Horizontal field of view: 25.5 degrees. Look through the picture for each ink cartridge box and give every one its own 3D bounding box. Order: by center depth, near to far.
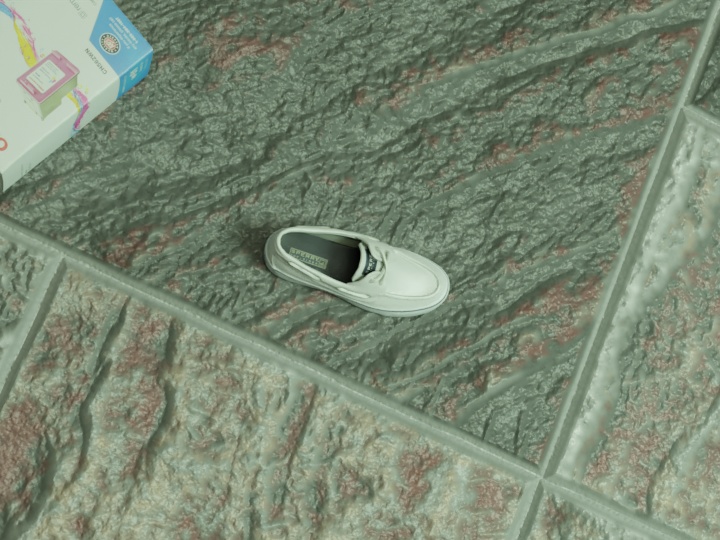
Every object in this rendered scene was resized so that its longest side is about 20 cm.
[{"bbox_3d":[-0.326,-0.200,1.572,0.200,0.085,0.145,-42,92,-14],"label":"ink cartridge box"}]

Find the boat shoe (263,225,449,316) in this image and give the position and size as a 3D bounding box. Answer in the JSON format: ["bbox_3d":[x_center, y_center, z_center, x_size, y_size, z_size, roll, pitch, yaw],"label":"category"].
[{"bbox_3d":[0.000,0.000,1.624,0.198,0.065,0.075,10,79,-11],"label":"boat shoe"}]
